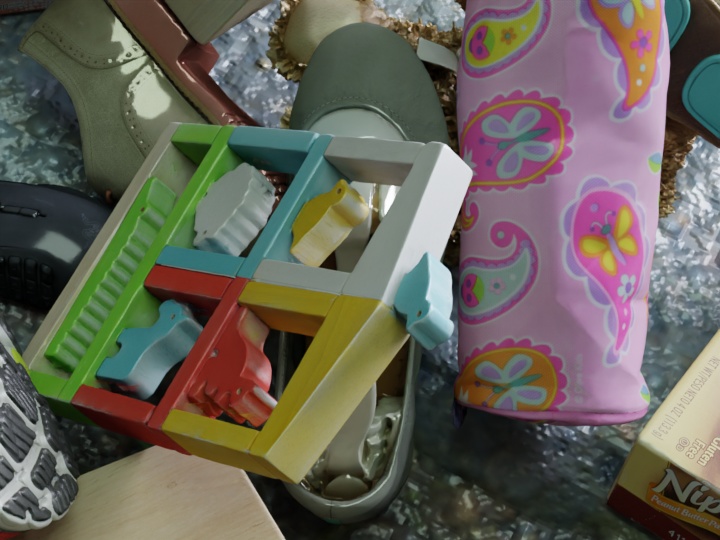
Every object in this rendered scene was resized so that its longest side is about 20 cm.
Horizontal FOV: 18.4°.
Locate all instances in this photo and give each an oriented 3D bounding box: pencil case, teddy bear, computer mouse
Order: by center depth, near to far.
[{"bbox_3d":[0.079,-0.035,0.891,0.087,0.087,0.200,-1,98,-14],"label":"pencil case"},{"bbox_3d":[-0.185,-0.031,0.925,0.200,0.034,0.059,17,54,0],"label":"computer mouse"},{"bbox_3d":[0.049,-0.069,0.970,0.200,0.067,0.145,-14,70,-33],"label":"teddy bear"}]

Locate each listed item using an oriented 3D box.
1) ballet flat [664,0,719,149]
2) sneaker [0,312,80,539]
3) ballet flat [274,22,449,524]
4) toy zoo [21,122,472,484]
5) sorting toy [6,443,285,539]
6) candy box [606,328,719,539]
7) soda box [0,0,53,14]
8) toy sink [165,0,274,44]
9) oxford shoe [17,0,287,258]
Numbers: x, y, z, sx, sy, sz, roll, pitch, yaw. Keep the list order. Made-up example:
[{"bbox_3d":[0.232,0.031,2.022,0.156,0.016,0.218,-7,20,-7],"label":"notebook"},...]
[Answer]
[{"bbox_3d":[0.141,-0.104,0.961,0.200,0.068,0.072,32,31,-6],"label":"ballet flat"},{"bbox_3d":[-0.161,0.055,0.809,0.085,0.077,0.200,-35,25,-3],"label":"sneaker"},{"bbox_3d":[0.000,0.000,0.868,0.067,0.064,0.200,3,88,6],"label":"ballet flat"},{"bbox_3d":[-0.040,0.007,0.814,0.200,0.020,0.131,10,64,50],"label":"toy zoo"},{"bbox_3d":[-0.095,0.182,0.768,0.200,0.070,0.199,-21,61,-25],"label":"sorting toy"},{"bbox_3d":[0.206,0.052,0.939,0.115,0.055,0.200,34,54,13],"label":"candy box"},{"bbox_3d":[-0.087,-0.173,1.026,0.200,0.068,0.064,-10,60,-19],"label":"soda box"},{"bbox_3d":[-0.064,-0.219,0.930,0.130,0.112,0.200,-39,92,-37],"label":"toy sink"},{"bbox_3d":[-0.072,-0.042,0.951,0.074,0.071,0.200,-36,73,7],"label":"oxford shoe"}]
